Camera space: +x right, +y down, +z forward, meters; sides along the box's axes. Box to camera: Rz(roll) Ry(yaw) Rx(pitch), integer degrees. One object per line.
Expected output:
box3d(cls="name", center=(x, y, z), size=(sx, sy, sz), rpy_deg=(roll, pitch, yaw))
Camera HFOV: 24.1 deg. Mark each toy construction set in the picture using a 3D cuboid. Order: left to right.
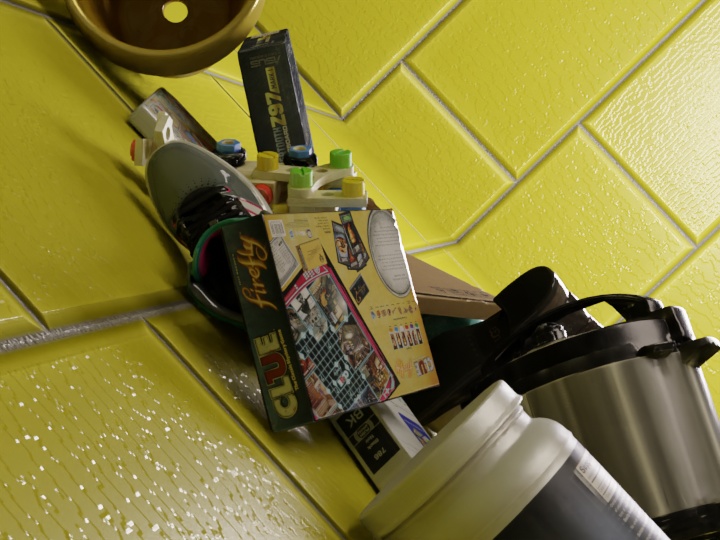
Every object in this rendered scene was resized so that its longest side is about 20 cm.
box3d(cls="toy construction set", center=(-0.084, -0.064, 1.336), size=(0.199, 0.093, 0.131), rpy_deg=(18, 24, 6))

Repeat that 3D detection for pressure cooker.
box3d(cls="pressure cooker", center=(0.179, 0.119, 1.240), size=(0.179, 0.175, 0.201), rpy_deg=(124, -49, -65))

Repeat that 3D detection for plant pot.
box3d(cls="plant pot", center=(-0.189, -0.279, 1.666), size=(0.201, 0.201, 0.189), rpy_deg=(47, -8, 5))

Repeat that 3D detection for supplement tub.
box3d(cls="supplement tub", center=(0.110, 0.181, 1.022), size=(0.200, 0.140, 0.140), rpy_deg=(46, 7, 3))

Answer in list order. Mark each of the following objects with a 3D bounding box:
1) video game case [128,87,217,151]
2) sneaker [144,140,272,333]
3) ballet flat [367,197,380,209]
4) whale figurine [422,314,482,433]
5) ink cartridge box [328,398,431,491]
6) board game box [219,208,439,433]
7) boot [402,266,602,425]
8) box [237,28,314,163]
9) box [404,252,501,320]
box3d(cls="video game case", center=(-0.129, -0.086, 1.569), size=(0.200, 0.023, 0.182), rpy_deg=(45, 7, -9))
box3d(cls="sneaker", center=(-0.099, -0.024, 1.200), size=(0.200, 0.084, 0.121), rpy_deg=(50, -2, 16))
box3d(cls="ballet flat", center=(-0.013, -0.041, 1.589), size=(0.200, 0.067, 0.073), rpy_deg=(96, -20, -74))
box3d(cls="whale figurine", center=(0.051, 0.055, 1.499), size=(0.200, 0.104, 0.159), rpy_deg=(48, 2, 39))
box3d(cls="ink cartridge box", center=(0.041, 0.148, 1.210), size=(0.099, 0.039, 0.200), rpy_deg=(38, 10, -50))
box3d(cls="board game box", center=(-0.016, 0.028, 1.143), size=(0.200, 0.034, 0.137), rpy_deg=(-5, 80, -64))
box3d(cls="boot", center=(0.147, 0.101, 1.382), size=(0.174, 0.200, 0.069), rpy_deg=(39, 24, -30))
box3d(cls="box", center=(-0.078, -0.147, 1.638), size=(0.200, 0.051, 0.159), rpy_deg=(-95, 173, -77))
box3d(cls="box", center=(0.000, 0.000, 1.405), size=(0.199, 0.021, 0.163), rpy_deg=(7, 15, -44))
